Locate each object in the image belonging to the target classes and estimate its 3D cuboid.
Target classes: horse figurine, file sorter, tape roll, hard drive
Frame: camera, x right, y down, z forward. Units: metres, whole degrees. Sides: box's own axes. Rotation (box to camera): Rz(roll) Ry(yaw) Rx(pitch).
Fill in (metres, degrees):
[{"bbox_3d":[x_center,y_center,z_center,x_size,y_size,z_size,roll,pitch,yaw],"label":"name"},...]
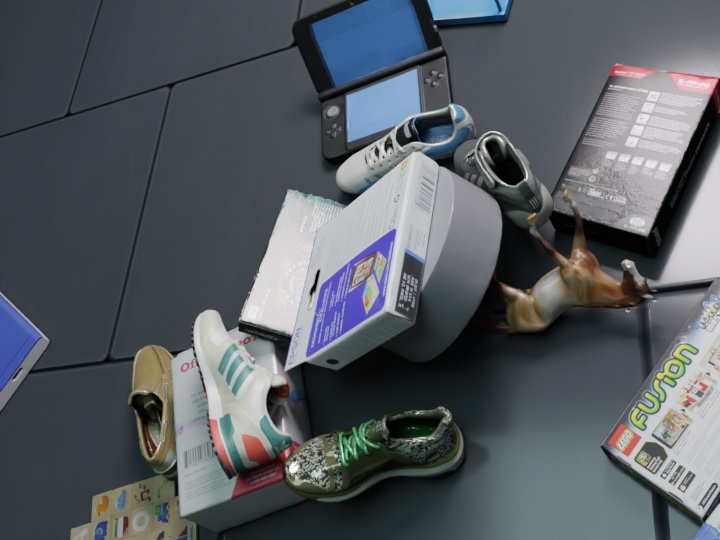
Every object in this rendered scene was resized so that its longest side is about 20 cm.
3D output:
[{"bbox_3d":[0.188,0.013,0.844,0.198,0.134,0.050,-33,7,27],"label":"horse figurine"},{"bbox_3d":[0.147,-0.464,1.119,0.136,0.123,0.204,6,66,31],"label":"file sorter"},{"bbox_3d":[0.070,-0.007,0.875,0.201,0.065,0.202,-54,21,32],"label":"tape roll"},{"bbox_3d":[-0.580,0.118,1.267,0.198,0.025,0.133,29,80,37],"label":"hard drive"}]

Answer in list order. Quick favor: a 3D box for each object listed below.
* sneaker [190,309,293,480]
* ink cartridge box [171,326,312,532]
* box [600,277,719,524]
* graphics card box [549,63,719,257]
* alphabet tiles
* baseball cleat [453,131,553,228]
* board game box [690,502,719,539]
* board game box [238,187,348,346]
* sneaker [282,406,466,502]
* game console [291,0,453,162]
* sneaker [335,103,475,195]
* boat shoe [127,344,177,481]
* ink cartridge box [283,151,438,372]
[{"bbox_3d":[-0.126,0.124,0.884,0.091,0.071,0.202,-16,52,-4],"label":"sneaker"},{"bbox_3d":[-0.137,0.179,0.942,0.145,0.086,0.203,-22,53,14],"label":"ink cartridge box"},{"bbox_3d":[0.326,0.117,0.746,0.109,0.035,0.201,33,83,38],"label":"box"},{"bbox_3d":[0.301,-0.125,0.886,0.124,0.051,0.203,19,73,36],"label":"graphics card box"},{"bbox_3d":[-0.280,0.343,0.982,0.196,0.006,0.169,-20,56,18],"label":"alphabet tiles"},{"bbox_3d":[0.151,-0.125,0.910,0.069,0.107,0.200,-38,35,-1],"label":"baseball cleat"},{"bbox_3d":[0.399,0.223,0.641,0.200,0.041,0.199,-50,52,-4],"label":"board game box"},{"bbox_3d":[-0.054,0.001,0.971,0.132,0.028,0.203,16,57,1],"label":"board game box"},{"bbox_3d":[0.012,0.174,0.827,0.195,0.090,0.078,-13,49,-4],"label":"sneaker"},{"bbox_3d":[0.013,-0.270,1.089,0.196,0.118,0.174,-16,56,21],"label":"game console"},{"bbox_3d":[0.050,-0.159,1.035,0.197,0.072,0.073,-23,56,19],"label":"sneaker"},{"bbox_3d":[-0.262,0.166,1.024,0.071,0.076,0.201,-38,48,8],"label":"boat shoe"},{"bbox_3d":[0.000,0.000,0.867,0.199,0.043,0.202,-33,38,47],"label":"ink cartridge box"}]
